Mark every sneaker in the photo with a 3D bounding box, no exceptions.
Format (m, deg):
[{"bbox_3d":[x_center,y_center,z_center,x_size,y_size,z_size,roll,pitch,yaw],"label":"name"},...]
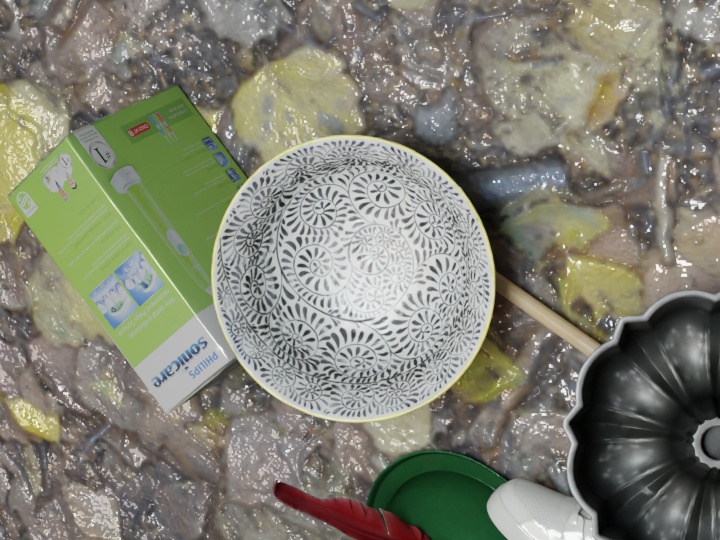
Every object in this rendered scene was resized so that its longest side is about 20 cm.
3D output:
[{"bbox_3d":[0.196,0.179,1.491,0.199,0.074,0.116,31,120,6],"label":"sneaker"}]

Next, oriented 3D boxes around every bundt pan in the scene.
[{"bbox_3d":[0.232,0.111,1.397,0.200,0.076,0.204,0,89,5],"label":"bundt pan"}]

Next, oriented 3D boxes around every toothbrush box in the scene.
[{"bbox_3d":[-0.139,-0.019,1.564,0.200,0.145,0.086,52,126,3],"label":"toothbrush box"}]

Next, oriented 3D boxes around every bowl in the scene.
[{"bbox_3d":[0.000,0.000,1.503,0.199,0.094,0.202,1,99,8],"label":"bowl"}]

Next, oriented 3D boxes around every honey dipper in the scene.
[{"bbox_3d":[0.153,0.050,1.482,0.199,0.038,0.038,35,123,16],"label":"honey dipper"}]

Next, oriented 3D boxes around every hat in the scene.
[{"bbox_3d":[0.028,0.235,1.543,0.200,0.176,0.166,37,123,14],"label":"hat"}]
